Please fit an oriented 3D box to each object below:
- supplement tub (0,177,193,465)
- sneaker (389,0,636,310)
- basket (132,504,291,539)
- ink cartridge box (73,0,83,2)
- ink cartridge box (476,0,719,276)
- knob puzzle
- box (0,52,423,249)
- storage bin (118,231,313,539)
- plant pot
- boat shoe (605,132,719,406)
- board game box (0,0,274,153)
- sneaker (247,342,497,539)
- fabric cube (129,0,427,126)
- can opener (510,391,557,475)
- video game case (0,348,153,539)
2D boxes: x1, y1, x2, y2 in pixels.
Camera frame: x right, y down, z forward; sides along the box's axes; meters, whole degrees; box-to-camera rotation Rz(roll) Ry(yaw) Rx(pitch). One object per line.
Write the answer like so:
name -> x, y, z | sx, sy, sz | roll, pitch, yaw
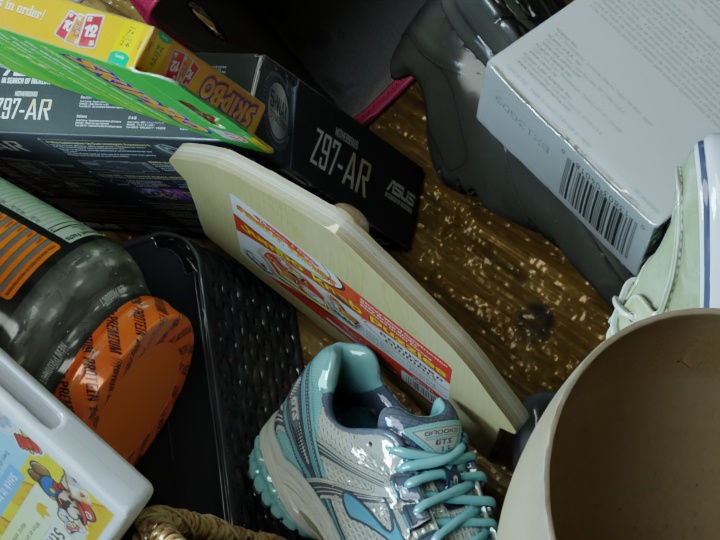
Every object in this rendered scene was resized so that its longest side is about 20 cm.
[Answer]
supplement tub -> -0.184, 0.016, 1.303 | 0.200, 0.123, 0.123 | 30, 92, 17
sneaker -> 0.083, -0.054, 1.330 | 0.091, 0.076, 0.200 | -46, 59, 32
basket -> -0.010, 0.194, 1.228 | 0.143, 0.200, 0.149 | 9, 80, 33
ink cartridge box -> -0.148, -0.228, 1.278 | 0.116, 0.067, 0.200 | -36, 61, 17
ink cartridge box -> 0.162, -0.097, 1.272 | 0.200, 0.050, 0.109 | -35, 69, -22
knob puzzle -> 0.000, 0.000, 1.255 | 0.220, 0.220, 0.030 | 34, 78, 33
box -> -0.094, -0.058, 1.372 | 0.200, 0.160, 0.044 | 3, 74, 31
storage bin -> -0.102, 0.097, 1.374 | 0.135, 0.094, 0.200 | -18, 69, 25
plant pot -> 0.131, 0.133, 1.129 | 0.134, 0.200, 0.200 | -48, 51, 51
boat shoe -> 0.135, 0.031, 1.202 | 0.062, 0.200, 0.072 | 3, 36, 5
board game box -> -0.132, -0.099, 1.255 | 0.200, 0.096, 0.030 | 23, 84, 33
sneaker -> 0.021, 0.106, 1.253 | 0.200, 0.078, 0.086 | 44, 121, 38
fabric cube -> -0.035, -0.220, 1.364 | 0.200, 0.196, 0.199 | -45, 60, 13
can opener -> 0.100, 0.154, 1.274 | 0.066, 0.053, 0.200 | -4, 72, -7
video game case -> -0.189, 0.080, 1.246 | 0.182, 0.023, 0.200 | 42, 145, 3
